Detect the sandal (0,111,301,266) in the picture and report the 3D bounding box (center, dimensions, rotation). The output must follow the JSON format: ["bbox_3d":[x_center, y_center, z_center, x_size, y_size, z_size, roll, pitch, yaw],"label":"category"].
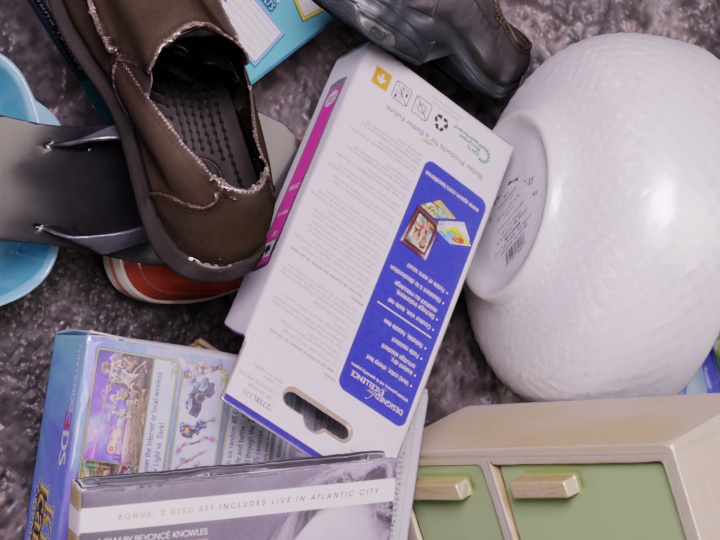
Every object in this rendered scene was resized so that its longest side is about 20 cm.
[{"bbox_3d":[-0.114,-0.038,1.000,0.199,0.043,0.077,-4,95,-29],"label":"sandal"}]

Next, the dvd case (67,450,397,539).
[{"bbox_3d":[-0.060,0.180,0.967,0.148,0.016,0.202,-3,108,-27],"label":"dvd case"}]

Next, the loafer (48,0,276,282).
[{"bbox_3d":[-0.078,-0.097,0.969,0.073,0.071,0.201,-13,70,-32],"label":"loafer"}]

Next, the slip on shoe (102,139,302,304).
[{"bbox_3d":[-0.035,-0.030,1.088,0.199,0.061,0.075,-13,98,-30],"label":"slip on shoe"}]

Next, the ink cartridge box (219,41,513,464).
[{"bbox_3d":[0.000,0.000,1.025,0.094,0.037,0.201,35,58,-23],"label":"ink cartridge box"}]

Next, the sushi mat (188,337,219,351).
[{"bbox_3d":[-0.028,0.125,1.117,0.200,0.012,0.096,35,72,-26],"label":"sushi mat"}]

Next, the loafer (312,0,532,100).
[{"bbox_3d":[0.046,-0.135,1.085,0.073,0.073,0.200,-57,160,9],"label":"loafer"}]

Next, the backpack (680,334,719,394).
[{"bbox_3d":[0.231,0.055,1.201,0.199,0.147,0.184,-22,103,-33],"label":"backpack"}]

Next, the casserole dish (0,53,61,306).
[{"bbox_3d":[-0.225,-0.031,0.984,0.199,0.039,0.122,-15,97,-30],"label":"casserole dish"}]

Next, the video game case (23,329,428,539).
[{"bbox_3d":[-0.067,0.140,1.018,0.180,0.045,0.202,12,84,-31],"label":"video game case"}]

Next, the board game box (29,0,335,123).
[{"bbox_3d":[-0.071,-0.174,1.075,0.200,0.047,0.152,-39,110,-26],"label":"board game box"}]

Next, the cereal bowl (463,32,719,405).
[{"bbox_3d":[0.106,-0.026,1.096,0.083,0.200,0.202,13,83,-24],"label":"cereal bowl"}]

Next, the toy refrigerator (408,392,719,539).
[{"bbox_3d":[0.101,0.106,1.029,0.070,0.199,0.076,-24,101,-37],"label":"toy refrigerator"}]
